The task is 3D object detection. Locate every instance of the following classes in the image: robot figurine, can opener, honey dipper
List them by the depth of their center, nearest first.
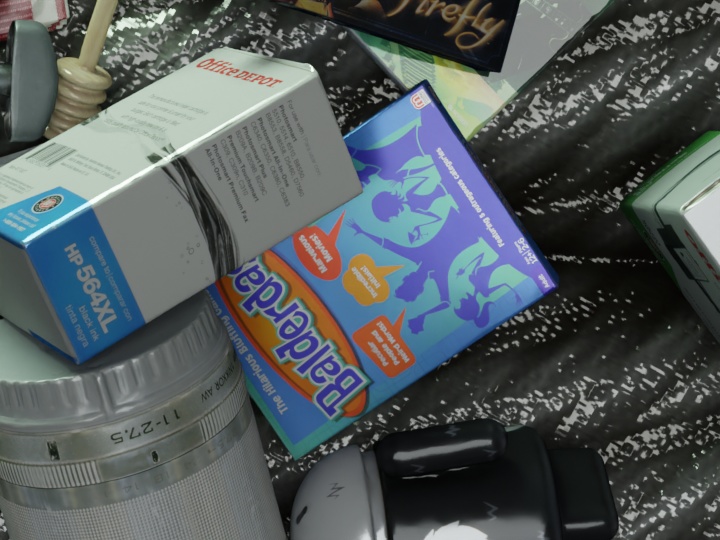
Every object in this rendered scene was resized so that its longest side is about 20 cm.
[{"bbox_3d":[-0.151,-0.171,1.377,0.038,0.038,0.201,20,112,-4],"label":"honey dipper"},{"bbox_3d":[-0.219,-0.178,1.383,0.067,0.053,0.201,2,88,-21],"label":"can opener"},{"bbox_3d":[0.056,0.163,1.393,0.199,0.125,0.151,-5,93,-4],"label":"robot figurine"}]

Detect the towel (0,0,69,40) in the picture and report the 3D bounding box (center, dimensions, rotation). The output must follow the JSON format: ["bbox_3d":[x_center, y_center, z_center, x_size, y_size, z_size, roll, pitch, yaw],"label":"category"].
[{"bbox_3d":[-0.290,-0.206,1.410,0.199,0.023,0.145,-9,91,-5],"label":"towel"}]

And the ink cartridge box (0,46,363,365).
[{"bbox_3d":[-0.120,-0.043,1.312,0.200,0.146,0.085,-30,113,-19],"label":"ink cartridge box"}]

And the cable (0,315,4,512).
[{"bbox_3d":[-0.259,0.078,1.408,0.199,0.051,0.164,9,92,-4],"label":"cable"}]

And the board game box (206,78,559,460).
[{"bbox_3d":[0.000,0.000,1.407,0.200,0.045,0.152,-34,94,9],"label":"board game box"}]

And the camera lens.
[{"bbox_3d":[-0.135,0.122,1.343,0.159,0.160,0.201,-15,111,-3],"label":"camera lens"}]

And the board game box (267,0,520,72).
[{"bbox_3d":[0.012,-0.210,1.350,0.199,0.035,0.136,15,92,-27],"label":"board game box"}]

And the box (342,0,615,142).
[{"bbox_3d":[0.084,-0.196,1.425,0.200,0.036,0.144,-44,94,1],"label":"box"}]

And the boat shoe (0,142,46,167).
[{"bbox_3d":[-0.221,-0.030,1.386,0.199,0.065,0.074,-9,128,-3],"label":"boat shoe"}]

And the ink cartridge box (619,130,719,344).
[{"bbox_3d":[0.243,-0.006,1.360,0.083,0.200,0.147,-36,94,-1],"label":"ink cartridge box"}]
